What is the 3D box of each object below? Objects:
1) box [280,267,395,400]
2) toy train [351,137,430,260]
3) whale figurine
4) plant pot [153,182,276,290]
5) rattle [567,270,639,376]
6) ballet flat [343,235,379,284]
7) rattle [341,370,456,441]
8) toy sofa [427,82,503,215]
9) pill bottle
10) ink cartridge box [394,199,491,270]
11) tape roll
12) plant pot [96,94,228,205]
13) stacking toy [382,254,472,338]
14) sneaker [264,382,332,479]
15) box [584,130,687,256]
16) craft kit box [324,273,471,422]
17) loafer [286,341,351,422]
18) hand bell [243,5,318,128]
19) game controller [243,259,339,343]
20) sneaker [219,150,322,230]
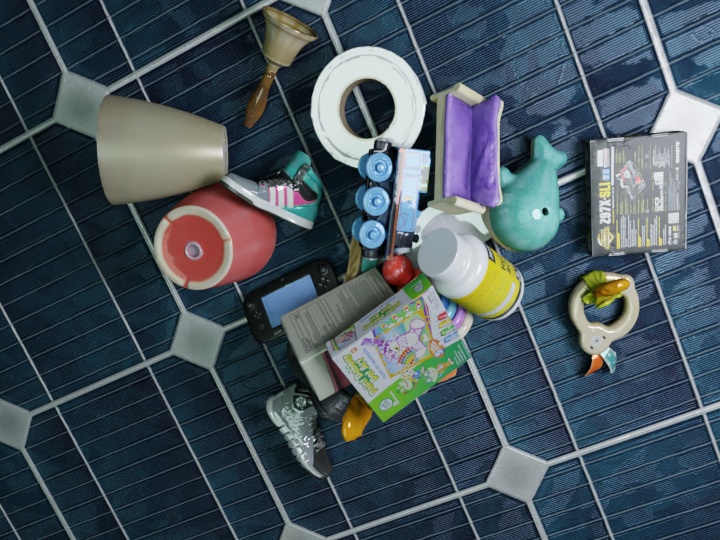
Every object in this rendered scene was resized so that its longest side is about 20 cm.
[{"bbox_3d":[-0.021,0.109,1.063,0.198,0.128,0.110,-27,130,-7],"label":"box"},{"bbox_3d":[0.051,-0.115,1.010,0.112,0.087,0.204,3,100,-13],"label":"toy train"},{"bbox_3d":[0.295,-0.129,1.024,0.158,0.104,0.202,31,82,-18],"label":"whale figurine"},{"bbox_3d":[-0.268,-0.055,1.091,0.196,0.177,0.204,2,104,7],"label":"plant pot"},{"bbox_3d":[0.438,0.108,1.064,0.128,0.143,0.204,5,98,-13],"label":"rattle"},{"bbox_3d":[0.000,0.000,1.130,0.063,0.068,0.203,41,128,42],"label":"ballet flat"},{"bbox_3d":[0.069,0.226,1.110,0.196,0.143,0.132,-2,114,19],"label":"rattle"},{"bbox_3d":[0.173,-0.198,1.002,0.097,0.082,0.204,-5,79,46],"label":"toy sofa"},{"bbox_3d":[0.186,0.005,1.032,0.199,0.112,0.112,27,109,-43],"label":"pill bottle"},{"bbox_3d":[0.150,-0.073,1.101,0.198,0.050,0.110,-32,98,14],"label":"ink cartridge box"},{"bbox_3d":[0.016,-0.281,1.060,0.198,0.071,0.206,2,102,7],"label":"tape roll"},{"bbox_3d":[-0.338,-0.209,1.078,0.196,0.187,0.191,0,103,-7],"label":"plant pot"},{"bbox_3d":[0.114,0.043,1.081,0.085,0.086,0.200,-38,117,13],"label":"stacking toy"},{"bbox_3d":[-0.092,0.310,1.205,0.115,0.075,0.201,-36,95,11],"label":"sneaker"},{"bbox_3d":[0.473,-0.131,1.048,0.157,0.049,0.204,-4,102,11],"label":"box"},{"bbox_3d":[0.068,0.134,1.014,0.196,0.049,0.201,-34,128,1],"label":"craft kit box"},{"bbox_3d":[-0.077,0.191,1.135,0.071,0.201,0.068,-47,138,9],"label":"loafer"},{"bbox_3d":[-0.163,-0.343,1.071,0.103,0.104,0.202,30,116,0],"label":"hand bell"},{"bbox_3d":[-0.129,0.060,1.158,0.198,0.042,0.106,-26,69,12],"label":"game controller"},{"bbox_3d":[-0.141,-0.160,1.072,0.198,0.083,0.122,22,95,-41],"label":"sneaker"}]
